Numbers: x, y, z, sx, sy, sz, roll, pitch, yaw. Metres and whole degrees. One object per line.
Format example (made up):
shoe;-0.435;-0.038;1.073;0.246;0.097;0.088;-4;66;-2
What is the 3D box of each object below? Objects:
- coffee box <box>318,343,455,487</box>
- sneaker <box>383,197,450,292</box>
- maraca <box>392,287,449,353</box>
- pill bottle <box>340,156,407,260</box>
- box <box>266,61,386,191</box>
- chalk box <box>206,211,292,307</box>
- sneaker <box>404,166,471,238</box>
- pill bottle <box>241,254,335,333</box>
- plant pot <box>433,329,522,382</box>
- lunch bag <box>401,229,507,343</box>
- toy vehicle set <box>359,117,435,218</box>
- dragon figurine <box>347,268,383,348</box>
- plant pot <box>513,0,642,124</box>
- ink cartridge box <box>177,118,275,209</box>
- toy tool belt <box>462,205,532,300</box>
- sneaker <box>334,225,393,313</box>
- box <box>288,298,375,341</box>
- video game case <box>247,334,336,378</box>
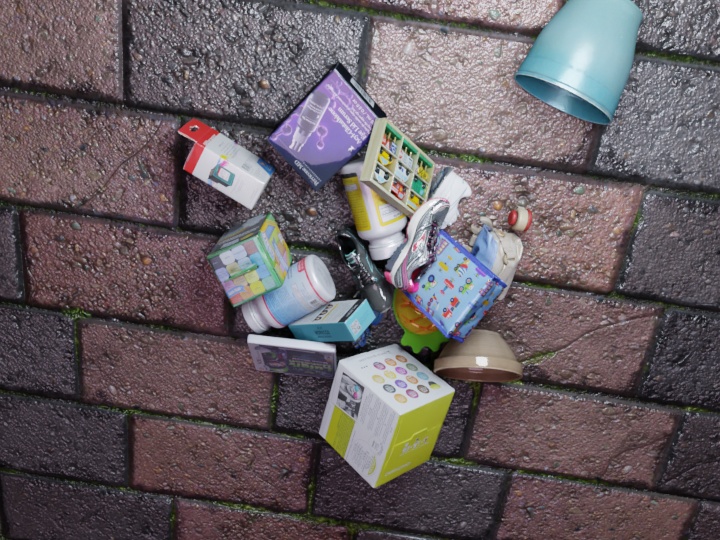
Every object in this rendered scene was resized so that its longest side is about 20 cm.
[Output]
coffee box;0.057;0.315;1.546;0.197;0.197;0.204;35;119;35
sneaker;0.128;-0.050;1.397;0.080;0.074;0.203;18;101;-51
maraca;0.139;0.091;1.533;0.134;0.107;0.204;-4;114;4
pill bottle;0.034;-0.131;1.429;0.109;0.111;0.204;-13;103;10
box;-0.066;-0.285;1.387;0.148;0.105;0.200;43;109;-15
chalk box;-0.232;-0.017;1.462;0.122;0.201;0.126;-21;111;13
sneaker;0.158;-0.114;1.465;0.086;0.075;0.202;28;114;-15
pill bottle;-0.161;0.058;1.540;0.197;0.109;0.110;-29;109;15
plant pot;0.263;0.187;1.552;0.196;0.201;0.095;5;74;2
lunch bag;0.170;0.020;1.417;0.151;0.094;0.200;-51;59;9
toy vehicle set;0.077;-0.193;1.360;0.026;0.199;0.127;5;76;37
dragon figurine;0.023;0.081;1.564;0.098;0.059;0.202;31;112;-10
plant pot;0.407;-0.398;1.267;0.197;0.200;0.191;25;98;-7
ink cartridge box;-0.282;-0.220;1.424;0.198;0.117;0.068;31;113;-9
toy tool belt;0.271;-0.045;1.459;0.120;0.125;0.204;12;114;-10
sneaker;0.000;0.000;1.475;0.075;0.079;0.203;-33;75;22
box;-0.064;0.111;1.518;0.198;0.082;0.050;-7;120;48
video game case;-0.152;0.200;1.590;0.195;0.024;0.183;6;153;1
